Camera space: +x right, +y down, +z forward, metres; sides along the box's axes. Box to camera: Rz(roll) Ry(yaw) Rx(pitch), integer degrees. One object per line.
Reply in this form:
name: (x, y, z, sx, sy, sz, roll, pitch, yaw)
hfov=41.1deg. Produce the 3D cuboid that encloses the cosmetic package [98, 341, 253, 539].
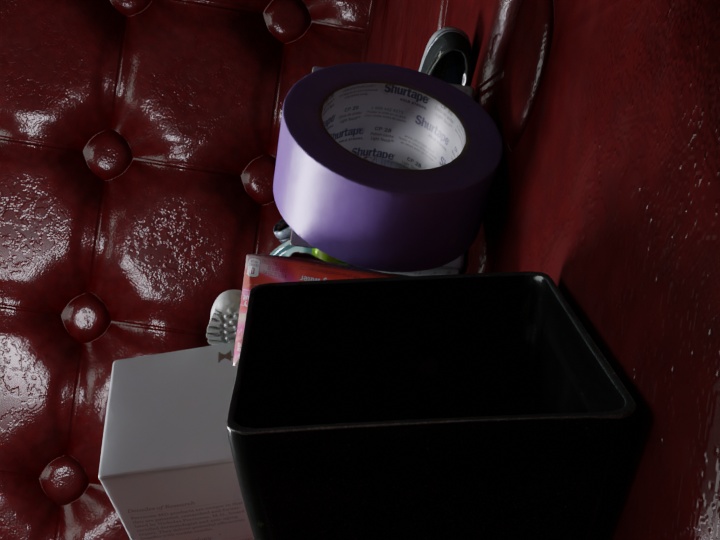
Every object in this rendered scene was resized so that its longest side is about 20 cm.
cosmetic package: (-0.189, 0.218, 1.119, 0.169, 0.163, 0.202, -97, -2, -46)

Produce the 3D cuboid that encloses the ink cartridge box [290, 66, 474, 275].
ink cartridge box: (0.024, -0.099, 0.974, 0.044, 0.170, 0.204, 102, 175, -71)

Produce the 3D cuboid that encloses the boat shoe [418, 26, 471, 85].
boat shoe: (0.079, -0.171, 1.083, 0.057, 0.067, 0.203, -92, 13, -60)

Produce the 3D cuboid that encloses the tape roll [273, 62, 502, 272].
tape roll: (0.023, -0.097, 0.861, 0.202, 0.196, 0.086, -88, 9, -48)

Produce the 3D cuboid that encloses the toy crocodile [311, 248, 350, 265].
toy crocodile: (0.000, 0.000, 1.007, 0.062, 0.196, 0.069, -132, 37, -73)

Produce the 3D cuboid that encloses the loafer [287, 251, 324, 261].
loafer: (-0.001, 0.041, 0.924, 0.076, 0.196, 0.069, -65, -8, -50)

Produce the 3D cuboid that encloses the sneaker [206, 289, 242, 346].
sneaker: (-0.134, 0.063, 1.158, 0.201, 0.075, 0.082, 75, -162, -63)

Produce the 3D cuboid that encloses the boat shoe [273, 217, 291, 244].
boat shoe: (-0.009, -0.070, 1.192, 0.091, 0.199, 0.071, 54, -177, -27)

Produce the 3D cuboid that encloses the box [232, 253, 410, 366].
box: (-0.001, 0.049, 0.828, 0.095, 0.196, 0.102, 4, -86, -66)

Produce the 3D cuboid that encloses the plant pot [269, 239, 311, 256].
plant pot: (-0.013, 0.084, 1.116, 0.201, 0.196, 0.200, 108, 161, -62)

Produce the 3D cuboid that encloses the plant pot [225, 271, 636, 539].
plant pot: (0.033, 0.121, 0.565, 0.200, 0.195, 0.181, -98, 6, -72)
